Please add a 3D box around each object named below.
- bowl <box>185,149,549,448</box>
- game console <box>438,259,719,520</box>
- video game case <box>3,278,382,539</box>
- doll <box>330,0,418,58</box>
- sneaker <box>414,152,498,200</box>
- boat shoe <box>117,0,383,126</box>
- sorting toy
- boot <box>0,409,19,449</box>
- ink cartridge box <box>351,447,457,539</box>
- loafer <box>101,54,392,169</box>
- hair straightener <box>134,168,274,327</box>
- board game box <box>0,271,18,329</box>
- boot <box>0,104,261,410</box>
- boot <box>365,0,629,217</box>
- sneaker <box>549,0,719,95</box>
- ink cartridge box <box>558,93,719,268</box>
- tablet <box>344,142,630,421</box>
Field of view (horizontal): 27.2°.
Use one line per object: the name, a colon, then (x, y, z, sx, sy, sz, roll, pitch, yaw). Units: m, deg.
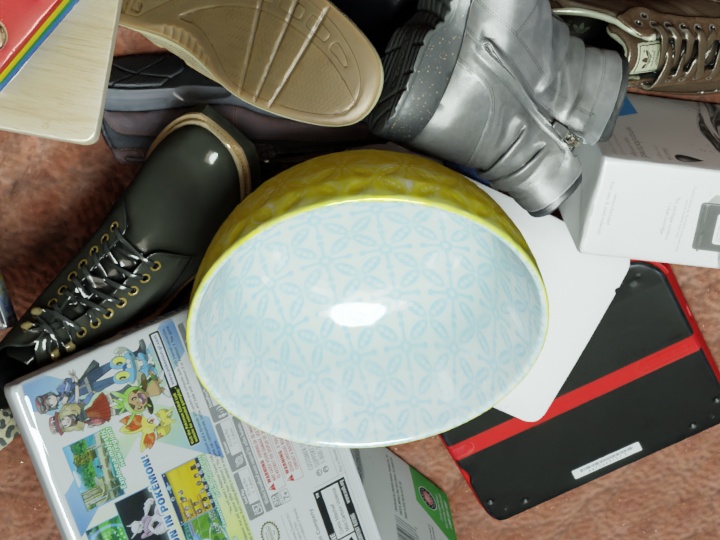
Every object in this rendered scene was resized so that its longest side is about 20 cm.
bowl: (0.001, -0.003, 0.840, 0.199, 0.108, 0.200, -3, 136, -3)
game console: (0.145, 0.079, 1.052, 0.200, 0.031, 0.177, -26, 123, 10)
video game case: (-0.091, 0.123, 0.880, 0.182, 0.022, 0.201, -24, 102, -26)
doll: (0.023, -0.180, 0.873, 0.136, 0.048, 0.200, 24, 119, 4)
sneaker: (0.000, -0.001, 0.968, 0.115, 0.081, 0.200, 19, 109, -11)
boat shoe: (-0.069, -0.139, 0.838, 0.200, 0.065, 0.071, 30, 96, 17)
sorting toy: (-0.224, -0.182, 0.783, 0.199, 0.070, 0.199, 10, 91, -4)
boot: (-0.339, 0.092, 0.980, 0.203, 0.074, 0.154, -30, 113, 7)
ink cartridge box: (-0.027, 0.167, 1.016, 0.200, 0.147, 0.083, 40, 109, -22)
loafer: (-0.066, -0.090, 0.891, 0.199, 0.072, 0.063, 6, 124, 17)
hair straightener: (-0.096, 0.009, 0.979, 0.077, 0.041, 0.200, 18, 116, -15)
board game box: (-0.293, -0.041, 0.890, 0.199, 0.062, 0.201, 15, 90, -7)
boot: (-0.141, 0.003, 0.862, 0.077, 0.138, 0.200, 41, 139, 6)
boot: (0.097, -0.140, 0.826, 0.131, 0.070, 0.200, 21, 104, -23)
sneaker: (0.171, -0.131, 0.904, 0.199, 0.076, 0.071, 3, 119, -6)
ink cartridge box: (0.226, -0.054, 0.930, 0.199, 0.116, 0.067, 6, 118, -9)
tablet: (0.056, 0.007, 0.928, 0.200, 0.014, 0.130, 23, 106, -15)
